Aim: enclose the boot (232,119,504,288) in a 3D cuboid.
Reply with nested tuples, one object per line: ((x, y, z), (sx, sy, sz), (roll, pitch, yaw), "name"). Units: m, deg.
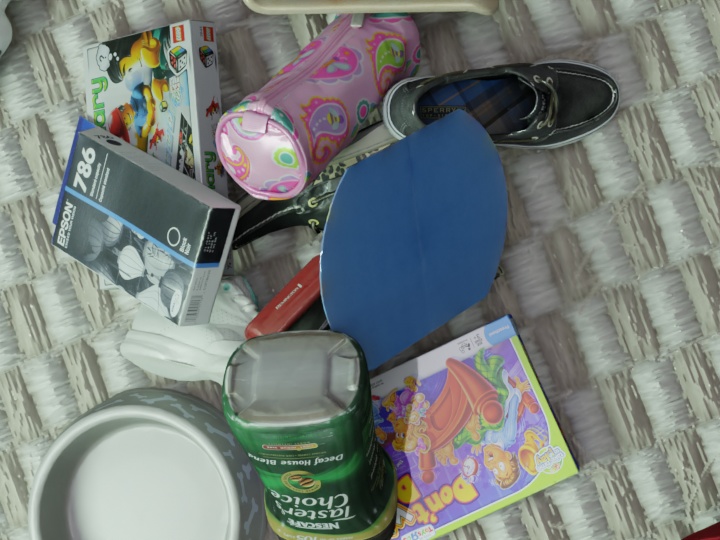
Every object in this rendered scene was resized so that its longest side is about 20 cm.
((0.001, -0.023, 1.351), (0.202, 0.073, 0.155), (-27, 88, 7), "boot")

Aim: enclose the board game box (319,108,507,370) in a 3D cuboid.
((0.029, -0.028, 1.257), (0.039, 0.199, 0.159), (17, 127, 42), "board game box")

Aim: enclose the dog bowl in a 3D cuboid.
((-0.176, 0.196, 1.375), (0.198, 0.059, 0.202), (0, 89, 7), "dog bowl")

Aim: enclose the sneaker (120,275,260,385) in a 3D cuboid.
((-0.094, 0.049, 1.349), (0.198, 0.075, 0.089), (13, 70, 24), "sneaker")

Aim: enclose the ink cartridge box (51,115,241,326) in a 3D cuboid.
((-0.183, -0.042, 1.336), (0.199, 0.039, 0.100), (29, 110, 36), "ink cartridge box")

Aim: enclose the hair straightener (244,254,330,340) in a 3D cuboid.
((0.000, 0.000, 1.296), (0.200, 0.077, 0.041), (-50, 40, -13), "hair straightener")

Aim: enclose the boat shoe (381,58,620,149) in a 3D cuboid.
((0.117, -0.129, 1.306), (0.198, 0.066, 0.071), (-1, 93, -19), "boat shoe")

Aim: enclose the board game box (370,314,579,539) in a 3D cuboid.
((0.056, 0.137, 1.351), (0.199, 0.045, 0.135), (-26, 85, 6), "board game box")

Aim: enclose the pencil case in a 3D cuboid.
((-0.028, -0.137, 1.302), (0.087, 0.088, 0.200), (35, 49, 7), "pencil case")

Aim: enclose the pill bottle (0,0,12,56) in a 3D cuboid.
((-0.352, -0.188, 1.380), (0.119, 0.120, 0.201), (36, 92, 7), "pill bottle")

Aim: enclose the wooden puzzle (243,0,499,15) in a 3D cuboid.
((0.013, -0.281, 1.329), (0.198, 0.046, 0.187), (3, 58, 6), "wooden puzzle")

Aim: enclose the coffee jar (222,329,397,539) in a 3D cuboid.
((-0.031, 0.132, 1.247), (0.103, 0.201, 0.086), (-4, 52, 9), "coffee jar")

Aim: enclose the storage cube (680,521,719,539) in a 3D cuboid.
((0.361, 0.230, 1.215), (0.170, 0.180, 0.201), (-24, 84, -17), "storage cube")

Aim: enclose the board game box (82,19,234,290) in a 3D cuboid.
((-0.162, -0.090, 1.365), (0.125, 0.034, 0.202), (-7, 86, 39), "board game box")
